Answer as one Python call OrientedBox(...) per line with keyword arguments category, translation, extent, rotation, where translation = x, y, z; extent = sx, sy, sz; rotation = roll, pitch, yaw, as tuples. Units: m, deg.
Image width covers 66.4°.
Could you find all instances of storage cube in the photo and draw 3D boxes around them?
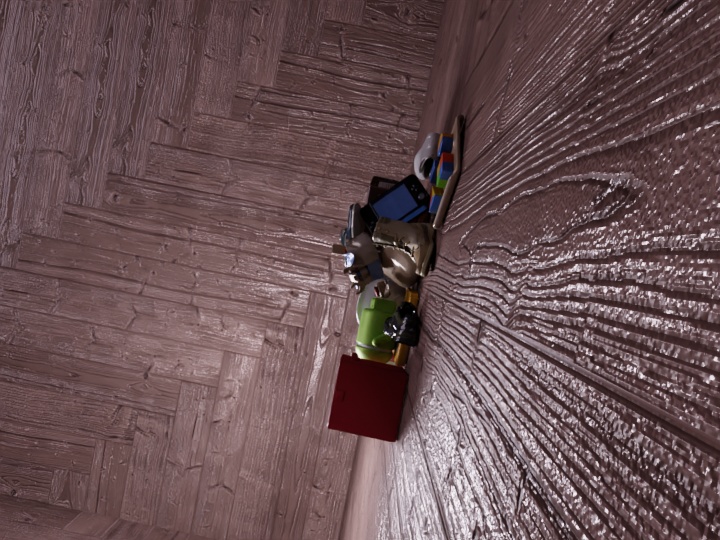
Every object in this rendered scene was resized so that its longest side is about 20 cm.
OrientedBox(category="storage cube", translation=(0.019, 0.327, 1.441), extent=(0.171, 0.178, 0.202), rotation=(91, -168, -85))

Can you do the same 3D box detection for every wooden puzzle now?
OrientedBox(category="wooden puzzle", translation=(0.189, -0.226, 1.255), extent=(0.186, 0.046, 0.201), rotation=(99, -178, -56))

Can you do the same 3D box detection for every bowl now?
OrientedBox(category="bowl", translation=(0.089, 0.114, 1.727), extent=(0.200, 0.090, 0.203), rotation=(-17, -64, -39))

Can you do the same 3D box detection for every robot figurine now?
OrientedBox(category="robot figurine", translation=(0.050, 0.184, 1.602), extent=(0.175, 0.115, 0.202), rotation=(158, 125, -81))

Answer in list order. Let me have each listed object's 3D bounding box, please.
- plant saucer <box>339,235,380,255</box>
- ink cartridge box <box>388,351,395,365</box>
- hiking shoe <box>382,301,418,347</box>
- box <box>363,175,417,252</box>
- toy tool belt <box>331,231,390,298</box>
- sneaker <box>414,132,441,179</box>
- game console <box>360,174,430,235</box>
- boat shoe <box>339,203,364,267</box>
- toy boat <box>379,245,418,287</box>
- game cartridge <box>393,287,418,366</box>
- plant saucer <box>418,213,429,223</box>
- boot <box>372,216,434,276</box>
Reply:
OrientedBox(category="plant saucer", translation=(0.027, -0.073, 1.798), extent=(0.036, 0.199, 0.200), rotation=(-60, 6, 20))
OrientedBox(category="ink cartridge box", translation=(0.062, 0.366, 1.701), extent=(0.201, 0.083, 0.146), rotation=(-78, -1, -53))
OrientedBox(category="hiking shoe", translation=(0.114, 0.129, 1.400), extent=(0.200, 0.075, 0.102), rotation=(-157, 86, -78))
OrientedBox(category="box", translation=(0.094, -0.173, 1.727), extent=(0.164, 0.164, 0.202), rotation=(-77, -2, -70))
OrientedBox(category="toy tool belt", translation=(0.000, 0.000, 1.578), extent=(0.125, 0.122, 0.202), rotation=(-115, 6, -74))
OrientedBox(category="sneaker", translation=(0.202, -0.324, 1.725), extent=(0.200, 0.073, 0.116), rotation=(102, -177, -62))
OrientedBox(category="game console", translation=(0.099, -0.174, 1.539), extent=(0.173, 0.199, 0.119), rotation=(60, -172, 22))
OrientedBox(category="boat shoe", translation=(-0.024, -0.102, 1.652), extent=(0.075, 0.061, 0.202), rotation=(-30, -59, -51))
OrientedBox(category="toy boat", translation=(0.136, -0.047, 1.580), extent=(0.131, 0.130, 0.200), rotation=(-48, -12, -19))
OrientedBox(category="game cartridge", translation=(0.128, 0.155, 1.565), extent=(0.176, 0.032, 0.202), rotation=(-66, -14, -87))
OrientedBox(category="plant saucer", translation=(0.185, -0.126, 1.720), extent=(0.200, 0.032, 0.202), rotation=(12, -90, -89))
OrientedBox(category="boot", translation=(0.105, -0.064, 1.364), extent=(0.201, 0.153, 0.073), rotation=(-77, -2, -53))
